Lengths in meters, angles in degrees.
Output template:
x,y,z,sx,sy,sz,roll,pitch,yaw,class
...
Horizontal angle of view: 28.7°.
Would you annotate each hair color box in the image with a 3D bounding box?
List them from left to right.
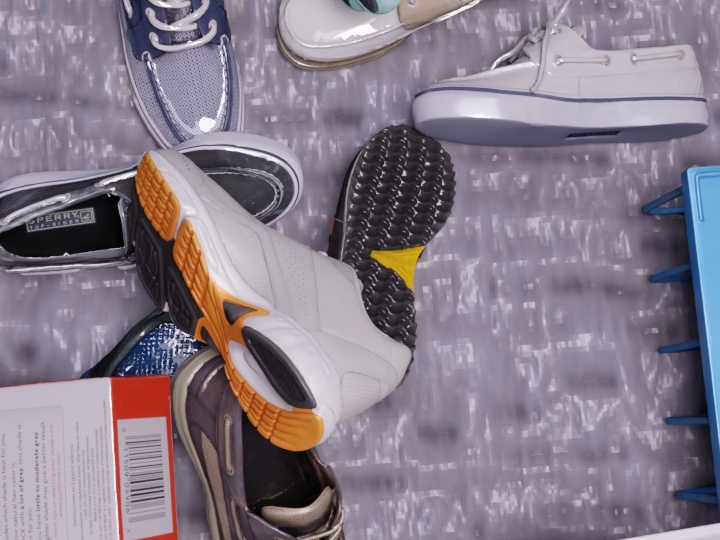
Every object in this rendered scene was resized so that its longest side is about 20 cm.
x,y,z,sx,sy,sz,roll,pitch,yaw,class
-0.200,0.121,0.786,0.198,0.064,0.112,-7,84,24,hair color box

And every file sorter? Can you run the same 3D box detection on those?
x,y,z,sx,sy,sz,roll,pitch,yaw,class
0.258,0.041,0.872,0.137,0.123,0.202,-4,84,-8,file sorter

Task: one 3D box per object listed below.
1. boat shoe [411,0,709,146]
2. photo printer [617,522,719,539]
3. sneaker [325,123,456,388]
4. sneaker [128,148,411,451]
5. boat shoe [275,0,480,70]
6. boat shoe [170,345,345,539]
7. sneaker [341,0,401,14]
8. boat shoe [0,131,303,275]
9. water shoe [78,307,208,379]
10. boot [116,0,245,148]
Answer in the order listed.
x,y,z,sx,sy,sz,roll,pitch,yaw,class
0.127,-0.129,0.900,0.200,0.075,0.087,-3,82,-12,boat shoe
0.171,0.210,0.822,0.198,0.167,0.070,-7,57,-9,photo printer
0.000,0.000,0.873,0.070,0.090,0.201,25,55,-16,sneaker
-0.052,0.007,0.774,0.091,0.076,0.200,-19,61,-37,sneaker
0.037,-0.192,0.898,0.199,0.068,0.075,-27,88,-9,boat shoe
-0.049,0.138,0.815,0.074,0.073,0.201,-34,116,-22,boat shoe
0.013,-0.251,0.859,0.139,0.078,0.201,-30,57,-5,sneaker
-0.130,-0.035,0.846,0.197,0.068,0.074,-4,116,-7,boat shoe
-0.156,0.093,0.834,0.071,0.079,0.201,38,80,-1,water shoe
-0.118,-0.163,0.863,0.072,0.090,0.202,-17,86,-9,boot
